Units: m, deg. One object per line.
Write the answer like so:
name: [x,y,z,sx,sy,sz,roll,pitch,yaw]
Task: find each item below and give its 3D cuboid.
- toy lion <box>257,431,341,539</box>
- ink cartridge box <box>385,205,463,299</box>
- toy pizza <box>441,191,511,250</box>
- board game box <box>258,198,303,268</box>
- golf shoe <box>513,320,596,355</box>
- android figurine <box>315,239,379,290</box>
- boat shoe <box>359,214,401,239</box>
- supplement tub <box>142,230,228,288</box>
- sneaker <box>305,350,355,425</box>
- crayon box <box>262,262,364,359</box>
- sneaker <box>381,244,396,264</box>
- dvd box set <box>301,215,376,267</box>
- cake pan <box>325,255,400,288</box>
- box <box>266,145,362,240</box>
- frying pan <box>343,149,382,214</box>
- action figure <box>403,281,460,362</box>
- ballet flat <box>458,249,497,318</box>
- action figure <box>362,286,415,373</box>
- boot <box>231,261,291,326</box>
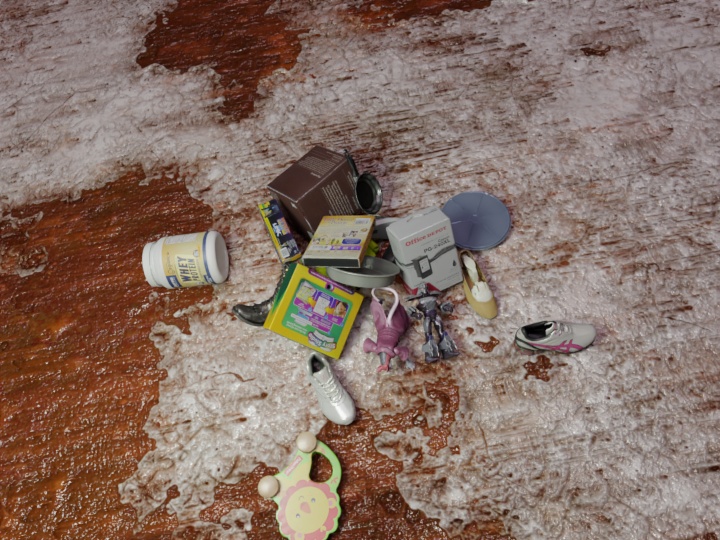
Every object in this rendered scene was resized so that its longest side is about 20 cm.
toy lion: [-0.114,0.493,1.278,0.191,0.069,0.200,36,69,17]
ink cartridge box: [0.166,-0.042,1.467,0.145,0.201,0.083,-24,34,-7]
toy pizza: [0.319,-0.137,1.611,0.199,0.032,0.201,-2,59,4]
board game box: [-0.203,-0.065,1.553,0.056,0.166,0.201,-23,59,-7]
golf shoe: [0.473,0.156,1.383,0.199,0.092,0.073,-8,57,1]
android figurine: [-0.041,-0.038,1.591,0.182,0.041,0.200,-39,63,-15]
boat shoe: [0.039,-0.129,1.595,0.199,0.071,0.064,-6,50,-23]
supplement tub: [-0.476,-0.027,1.577,0.199,0.145,0.145,-7,59,3]
sneaker: [-0.081,0.277,1.373,0.078,0.100,0.200,-32,61,-12]
crayon box: [-0.113,0.101,1.417,0.199,0.058,0.173,28,80,-24]
sneaker: [0.124,-0.087,1.578,0.075,0.079,0.200,33,70,23]
dvd box set: [-0.050,-0.076,1.452,0.145,0.030,0.200,1,36,14]
cake pan: [0.000,0.000,1.457,0.199,0.200,0.037,12,106,14]
box: [-0.116,-0.214,1.608,0.200,0.166,0.164,-42,43,-17]
frying pan: [-0.003,-0.225,1.549,0.031,0.190,0.116,-8,59,41]
action figure: [0.179,0.122,1.428,0.129,0.069,0.201,-10,77,-20]
ballet flat: [0.297,0.032,1.494,0.068,0.063,0.201,-20,59,-6]
action figure: [0.075,0.160,1.405,0.133,0.149,0.201,6,46,4]
boot: [-0.210,0.057,1.458,0.199,0.175,0.069,13,19,-24]
